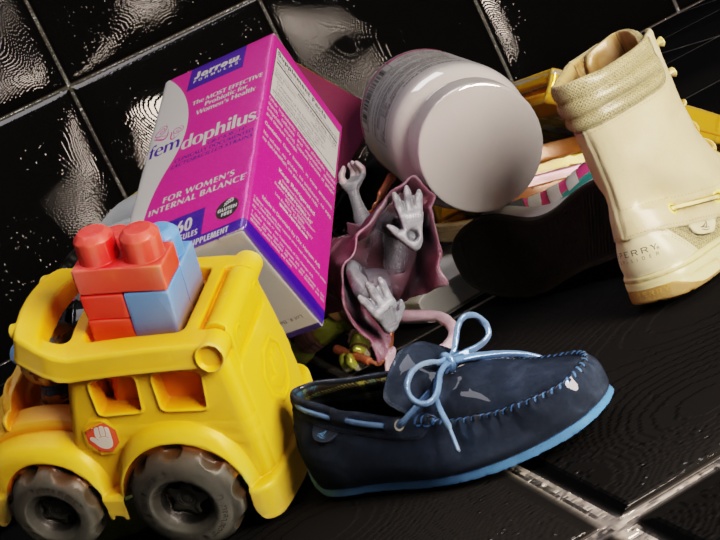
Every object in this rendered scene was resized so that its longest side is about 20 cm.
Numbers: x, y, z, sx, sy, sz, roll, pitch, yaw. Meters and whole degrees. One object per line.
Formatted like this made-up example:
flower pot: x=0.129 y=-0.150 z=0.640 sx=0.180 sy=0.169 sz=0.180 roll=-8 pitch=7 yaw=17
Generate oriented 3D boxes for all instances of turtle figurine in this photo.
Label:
turtle figurine: x=-0.010 y=0.022 z=1.041 sx=0.161 sy=0.064 sz=0.201 roll=-30 pitch=43 yaw=33

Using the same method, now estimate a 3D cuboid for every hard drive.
hard drive: x=0.064 y=0.010 z=1.109 sx=0.131 sy=0.027 sz=0.200 roll=-30 pitch=8 yaw=-22

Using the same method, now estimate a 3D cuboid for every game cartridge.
game cartridge: x=0.219 y=-0.128 z=1.081 sx=0.198 sy=0.033 sz=0.176 roll=14 pitch=-3 yaw=-15

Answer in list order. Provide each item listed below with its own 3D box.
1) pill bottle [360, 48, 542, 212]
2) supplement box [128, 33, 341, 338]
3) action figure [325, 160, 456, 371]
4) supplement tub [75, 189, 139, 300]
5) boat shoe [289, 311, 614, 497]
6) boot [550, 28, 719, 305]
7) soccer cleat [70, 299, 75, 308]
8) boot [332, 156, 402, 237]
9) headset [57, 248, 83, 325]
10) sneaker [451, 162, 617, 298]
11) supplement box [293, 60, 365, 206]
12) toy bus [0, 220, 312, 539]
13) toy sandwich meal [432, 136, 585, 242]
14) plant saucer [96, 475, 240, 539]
pill bottle: x=0.070 y=-0.112 z=0.974 sx=0.113 sy=0.114 sz=0.200 roll=-27 pitch=18 yaw=-2
supplement box: x=-0.083 y=-0.052 z=0.845 sx=0.101 sy=0.104 sz=0.201 roll=-20 pitch=41 yaw=22
action figure: x=0.000 y=0.000 z=0.932 sx=0.134 sy=0.149 sz=0.200 roll=-36 pitch=7 yaw=-23
supplement tub: x=-0.136 y=-0.011 z=1.016 sx=0.145 sy=0.146 sz=0.200 roll=-23 pitch=14 yaw=23
boat shoe: x=0.033 y=0.072 z=0.639 sx=0.199 sy=0.069 sz=0.084 roll=-21 pitch=9 yaw=34
boot: x=0.203 y=-0.085 z=0.788 sx=0.073 sy=0.156 sz=0.200 roll=-18 pitch=11 yaw=47
soccer cleat: x=-0.214 y=0.047 z=1.099 sx=0.086 sy=0.070 sz=0.200 roll=-13 pitch=-10 yaw=-11
boot: x=0.019 y=-0.056 z=1.242 sx=0.154 sy=0.073 sz=0.204 roll=-56 pitch=-6 yaw=4
headset: x=-0.180 y=0.068 z=0.891 sx=0.094 sy=0.123 sz=0.201 roll=156 pitch=138 yaw=-81
sneaker: x=0.168 y=-0.048 z=0.930 sx=0.120 sy=0.084 sz=0.199 roll=-32 pitch=8 yaw=-42
supplement box: x=-0.081 y=-0.096 z=1.182 sx=0.104 sy=0.130 sz=0.200 roll=-60 pitch=0 yaw=-33
toy bus: x=-0.142 y=0.054 z=0.731 sx=0.198 sy=0.193 sz=0.136 roll=-7 pitch=33 yaw=15
toy sandwich meal: x=0.141 y=-0.078 z=1.137 sx=0.203 sy=0.071 sz=0.205 roll=-13 pitch=6 yaw=1
plant saucer: x=-0.133 y=0.141 z=0.882 sx=0.199 sy=0.031 sz=0.200 roll=-26 pitch=7 yaw=3
